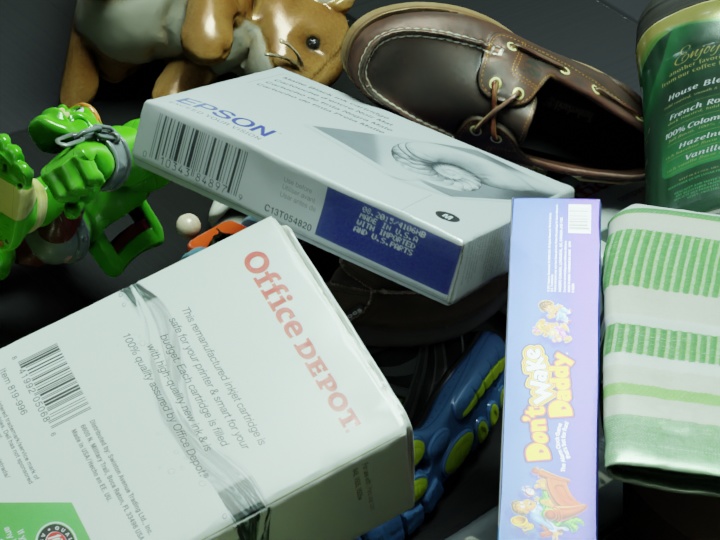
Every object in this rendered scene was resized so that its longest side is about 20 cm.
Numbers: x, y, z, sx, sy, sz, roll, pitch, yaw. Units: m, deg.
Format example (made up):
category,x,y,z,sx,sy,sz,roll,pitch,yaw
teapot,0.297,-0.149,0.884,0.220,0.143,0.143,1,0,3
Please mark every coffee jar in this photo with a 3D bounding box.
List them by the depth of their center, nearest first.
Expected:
category,x,y,z,sx,sy,sz,roll,pitch,yaw
coffee jar,0.201,-0.069,1.118,0.085,0.104,0.201,-19,42,22

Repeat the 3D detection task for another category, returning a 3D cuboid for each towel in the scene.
category,x,y,z,sx,sy,sz,roll,pitch,yaw
towel,0.186,0.038,0.941,0.151,0.024,0.201,8,37,0

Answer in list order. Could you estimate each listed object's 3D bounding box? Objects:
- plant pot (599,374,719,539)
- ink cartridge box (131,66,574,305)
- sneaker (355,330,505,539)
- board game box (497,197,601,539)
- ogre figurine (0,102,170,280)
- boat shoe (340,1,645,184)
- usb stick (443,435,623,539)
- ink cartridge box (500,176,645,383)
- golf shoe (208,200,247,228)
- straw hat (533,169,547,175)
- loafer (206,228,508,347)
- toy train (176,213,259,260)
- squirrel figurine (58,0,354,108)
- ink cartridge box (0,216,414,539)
category,x,y,z,sx,sy,sz,roll,pitch,yaw
plant pot,0.202,0.119,1.000,0.198,0.176,0.201,7,36,-5
ink cartridge box,0.011,-0.056,1.099,0.198,0.041,0.200,24,21,20
sneaker,0.008,0.089,1.096,0.082,0.071,0.199,13,32,28
board game box,0.091,0.085,0.981,0.044,0.135,0.201,1,54,5
ogre figurine,-0.172,-0.036,1.133,0.119,0.200,0.098,-24,67,-46
boat shoe,0.087,-0.098,1.158,0.198,0.071,0.070,12,26,-23
usb stick,0.110,0.129,1.073,0.199,0.033,0.055,-28,56,-34
ink cartridge box,0.199,0.016,1.203,0.146,0.084,0.200,-24,47,-39
golf shoe,0.001,-0.043,1.241,0.198,0.078,0.088,2,37,32
straw hat,0.080,-0.075,1.299,0.199,0.086,0.201,18,-1,0
loafer,0.000,0.000,1.104,0.198,0.072,0.073,-12,36,-26
toy train,-0.083,0.041,1.147,0.149,0.056,0.200,23,37,25
squirrel figurine,-0.098,-0.187,1.383,0.185,0.142,0.201,11,38,-10
ink cartridge box,-0.090,0.086,0.979,0.199,0.083,0.147,-26,59,-11
